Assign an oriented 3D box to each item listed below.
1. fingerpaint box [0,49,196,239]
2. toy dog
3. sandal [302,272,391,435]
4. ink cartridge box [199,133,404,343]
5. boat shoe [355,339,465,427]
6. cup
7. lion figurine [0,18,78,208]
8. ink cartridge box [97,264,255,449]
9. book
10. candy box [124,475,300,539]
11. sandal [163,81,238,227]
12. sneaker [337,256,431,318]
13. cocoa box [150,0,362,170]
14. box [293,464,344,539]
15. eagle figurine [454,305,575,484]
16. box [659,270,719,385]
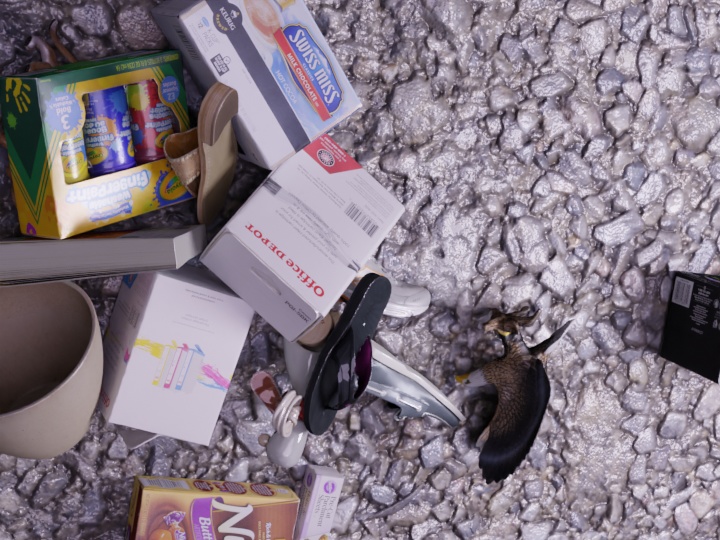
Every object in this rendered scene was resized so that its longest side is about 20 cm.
[{"bbox_3d":[-0.275,-0.139,1.455,0.199,0.073,0.168,-21,112,-47],"label":"fingerpaint box"},{"bbox_3d":[-0.087,0.121,1.616,0.132,0.096,0.201,75,36,-55],"label":"toy dog"},{"bbox_3d":[-0.010,0.100,1.569,0.075,0.048,0.202,23,91,-59],"label":"sandal"},{"bbox_3d":[-0.064,-0.042,1.526,0.147,0.083,0.200,43,51,-5],"label":"ink cartridge box"},{"bbox_3d":[0.050,0.150,1.681,0.200,0.073,0.062,37,91,-35],"label":"boat shoe"},{"bbox_3d":[-0.363,0.124,1.487,0.199,0.201,0.144,-27,138,-12],"label":"cup"},{"bbox_3d":[-0.335,-0.158,1.479,0.122,0.072,0.201,30,86,-34],"label":"lion figurine"},{"bbox_3d":[-0.220,0.098,1.548,0.124,0.128,0.201,17,97,-24],"label":"ink cartridge box"},{"bbox_3d":[-0.277,-0.023,1.458,0.198,0.134,0.048,-4,99,9],"label":"book"},{"bbox_3d":[-0.182,0.317,1.654,0.199,0.056,0.118,7,100,-22],"label":"candy box"},{"bbox_3d":[-0.177,-0.136,1.462,0.069,0.212,0.078,27,57,8],"label":"sandal"},{"bbox_3d":[0.000,0.000,1.636,0.199,0.076,0.093,12,94,-23],"label":"sneaker"},{"bbox_3d":[-0.114,-0.234,1.504,0.131,0.133,0.201,-35,112,-11],"label":"cocoa box"},{"bbox_3d":[-0.068,0.345,1.709,0.041,0.039,0.201,12,98,-23],"label":"box"},{"bbox_3d":[0.191,0.150,1.711,0.151,0.150,0.202,-14,96,-36],"label":"eagle figurine"},{"bbox_3d":[0.526,0.080,1.799,0.199,0.148,0.125,6,99,-20],"label":"box"}]
